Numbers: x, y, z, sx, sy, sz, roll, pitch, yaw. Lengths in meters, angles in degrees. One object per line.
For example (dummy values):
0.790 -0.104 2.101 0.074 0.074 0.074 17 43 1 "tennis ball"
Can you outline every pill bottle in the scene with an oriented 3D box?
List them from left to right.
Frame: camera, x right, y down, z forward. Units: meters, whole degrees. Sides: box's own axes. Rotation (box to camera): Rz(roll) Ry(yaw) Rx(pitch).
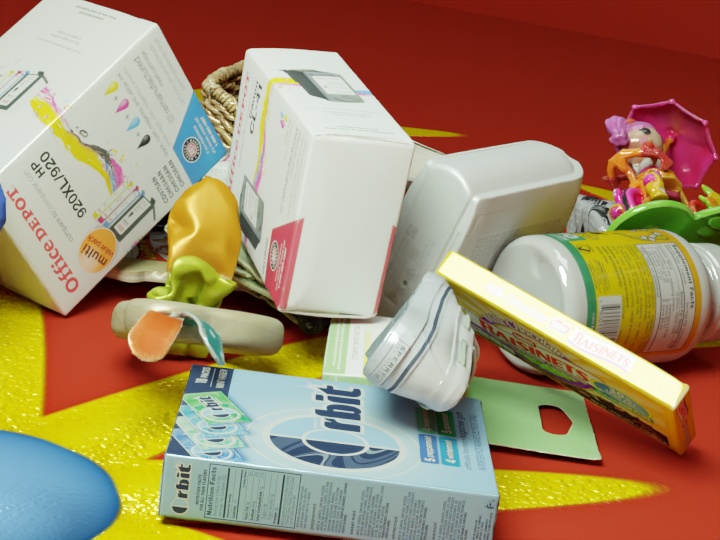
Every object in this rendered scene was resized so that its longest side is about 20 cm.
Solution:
0.213 0.023 1.368 0.200 0.113 0.113 -3 20 -32 "pill bottle"

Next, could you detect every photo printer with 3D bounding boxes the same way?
0.098 -0.026 1.392 0.069 0.167 0.200 40 31 25 "photo printer"

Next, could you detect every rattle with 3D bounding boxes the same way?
-0.113 -0.001 1.179 0.130 0.143 0.200 22 -4 13 "rattle"

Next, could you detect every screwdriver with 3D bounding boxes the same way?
0.000 0.000 1.359 0.029 0.028 0.200 31 34 12 "screwdriver"

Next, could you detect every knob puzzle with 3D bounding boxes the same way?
-0.194 -0.015 1.449 0.219 0.031 0.220 8 17 -2 "knob puzzle"

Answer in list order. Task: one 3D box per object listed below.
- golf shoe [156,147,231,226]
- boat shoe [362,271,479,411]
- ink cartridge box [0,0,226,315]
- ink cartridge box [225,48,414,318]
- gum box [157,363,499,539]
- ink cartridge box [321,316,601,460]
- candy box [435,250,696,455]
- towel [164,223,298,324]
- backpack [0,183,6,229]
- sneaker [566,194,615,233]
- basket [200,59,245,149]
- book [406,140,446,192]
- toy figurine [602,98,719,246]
-0.118 -0.068 1.497 0.200 0.073 0.092 -10 28 -22 "golf shoe"
0.045 0.057 1.123 0.067 0.074 0.200 37 16 0 "boat shoe"
-0.243 -0.096 1.344 0.145 0.147 0.200 22 61 40 "ink cartridge box"
-0.038 -0.072 1.299 0.085 0.148 0.200 2 24 -21 "ink cartridge box"
-0.019 0.117 1.064 0.200 0.045 0.170 8 15 -2 "gum box"
0.072 0.082 1.222 0.200 0.048 0.146 5 16 0 "ink cartridge box"
0.148 0.059 1.201 0.200 0.026 0.102 31 -16 24 "candy box"
-0.058 -0.012 1.414 0.148 0.037 0.200 33 19 22 "towel"
-0.342 -0.041 1.131 0.162 0.168 0.200 21 53 25 "backpack"
0.268 -0.029 1.628 0.115 0.075 0.200 4 13 -2 "sneaker"
-0.071 -0.125 1.670 0.143 0.149 0.200 12 16 13 "basket"
0.080 -0.067 1.593 0.133 0.048 0.200 21 -9 37 "book"
0.270 -0.078 1.512 0.200 0.150 0.184 19 40 -36 "toy figurine"
